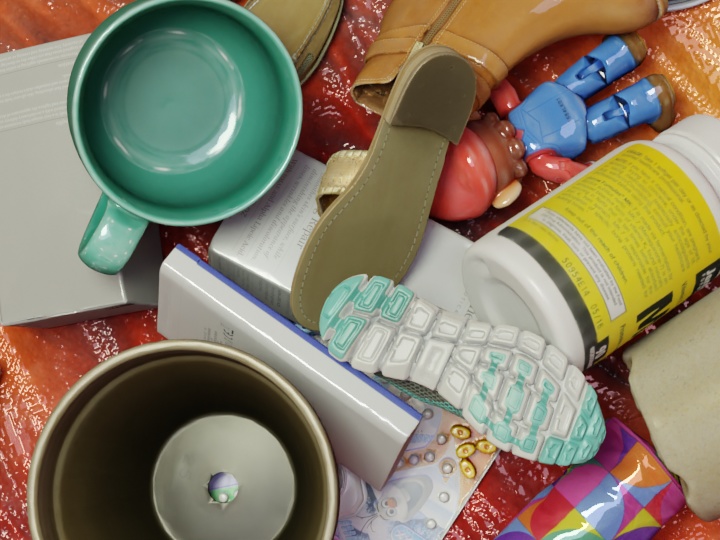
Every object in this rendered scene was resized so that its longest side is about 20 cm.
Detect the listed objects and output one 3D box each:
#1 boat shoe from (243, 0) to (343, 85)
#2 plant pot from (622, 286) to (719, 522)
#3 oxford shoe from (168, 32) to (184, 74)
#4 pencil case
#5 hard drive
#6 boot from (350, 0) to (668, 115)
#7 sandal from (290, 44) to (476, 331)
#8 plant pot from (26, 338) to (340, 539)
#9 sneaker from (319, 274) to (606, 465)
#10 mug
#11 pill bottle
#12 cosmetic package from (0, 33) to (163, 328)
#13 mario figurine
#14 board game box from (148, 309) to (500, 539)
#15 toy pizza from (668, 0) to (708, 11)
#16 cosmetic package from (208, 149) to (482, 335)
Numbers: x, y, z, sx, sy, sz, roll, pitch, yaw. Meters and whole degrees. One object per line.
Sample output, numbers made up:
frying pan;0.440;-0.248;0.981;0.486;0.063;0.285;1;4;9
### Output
boat shoe;-0.081;-0.149;1.274;0.072;0.076;0.200;34;88;7
plant pot;0.286;0.075;1.176;0.183;0.200;0.201;-27;83;13
oxford shoe;-0.113;-0.207;1.278;0.070;0.075;0.201;10;80;46
pencil case;0.137;0.195;1.222;0.200;0.088;0.088;-42;83;0
hard drive;-0.053;0.070;1.199;0.200;0.132;0.025;35;67;7
boot;0.102;-0.157;1.215;0.199;0.074;0.155;9;52;33
sandal;0.010;-0.062;1.188;0.077;0.070;0.212;20;107;-27
plant pot;-0.105;0.149;1.175;0.199;0.174;0.201;-1;85;6
sneaker;0.072;0.065;1.144;0.200;0.091;0.078;30;86;12
mug;-0.136;-0.104;1.175;0.185;0.114;0.152;-29;105;-6
pill bottle;0.178;-0.018;1.181;0.200;0.114;0.114;-33;83;-19
cosmetic package;-0.212;-0.062;1.267;0.106;0.090;0.201;-8;87;17
mario figurine;0.123;-0.097;1.265;0.199;0.106;0.124;-26;40;-6
board game box;-0.031;0.153;1.268;0.200;0.026;0.200;34;88;7
toy pizza;0.217;-0.291;1.282;0.199;0.032;0.201;0;85;5
cosmetic package;0.000;0.000;1.243;0.199;0.074;0.102;26;73;6
